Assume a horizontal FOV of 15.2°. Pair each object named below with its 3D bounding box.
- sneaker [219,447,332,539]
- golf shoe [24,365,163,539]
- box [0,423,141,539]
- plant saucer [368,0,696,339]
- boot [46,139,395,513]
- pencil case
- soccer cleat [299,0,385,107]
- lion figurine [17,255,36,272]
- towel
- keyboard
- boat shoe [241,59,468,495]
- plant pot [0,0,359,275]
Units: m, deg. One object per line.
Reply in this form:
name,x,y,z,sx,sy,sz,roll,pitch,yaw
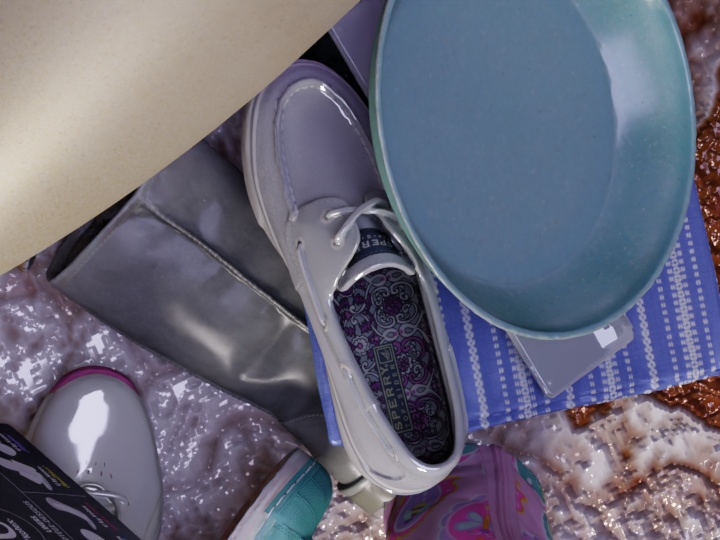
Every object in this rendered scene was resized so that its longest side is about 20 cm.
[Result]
sneaker,-0.052,0.183,1.266,0.080,0.071,0.200,28,96,-1
golf shoe,-0.126,0.146,1.247,0.075,0.092,0.201,5,95,-14
box,-0.196,0.179,1.175,0.115,0.132,0.200,9,110,-51
plant saucer,0.070,-0.069,1.194,0.200,0.036,0.201,4,84,-41
boot,-0.020,-0.004,1.274,0.200,0.073,0.182,42,84,-10
pencil case,0.057,0.151,1.241,0.087,0.200,0.088,-1,110,-3
soccer cleat,0.005,-0.098,1.263,0.200,0.068,0.081,25,90,-20
lion figurine,-0.172,-0.077,1.200,0.122,0.200,0.073,28,132,6
towel,0.067,-0.001,1.253,0.199,0.024,0.145,-11,86,-17
keyboard,0.056,-0.040,1.230,0.056,0.011,0.200,-33,96,-19
boat shoe,0.000,0.000,1.185,0.072,0.069,0.201,-10,84,-17
plant pot,-0.121,-0.101,1.069,0.187,0.187,0.200,37,95,-17
